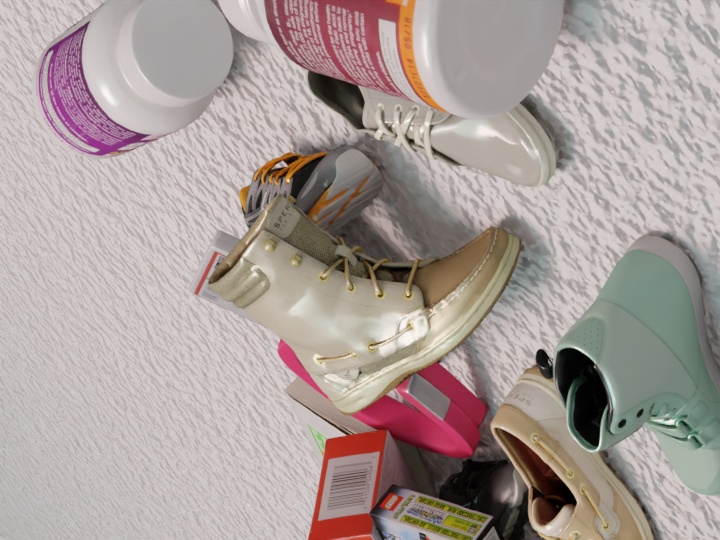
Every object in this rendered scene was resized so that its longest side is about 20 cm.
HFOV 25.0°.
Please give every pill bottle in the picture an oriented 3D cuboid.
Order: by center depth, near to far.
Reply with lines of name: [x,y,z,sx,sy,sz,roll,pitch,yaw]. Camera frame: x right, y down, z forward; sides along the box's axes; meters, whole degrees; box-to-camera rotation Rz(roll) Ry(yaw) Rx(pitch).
pill bottle: [0.011,-0.165,0.949,0.199,0.114,0.115,22,143,43]
pill bottle: [-0.175,-0.154,1.257,0.113,0.112,0.199,56,154,-13]

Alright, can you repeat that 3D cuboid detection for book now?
book: [0.012,0.193,1.501,0.133,0.048,0.201,24,147,45]

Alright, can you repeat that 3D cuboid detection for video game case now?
video game case: [-0.036,0.035,1.284,0.198,0.018,0.143,26,161,-6]

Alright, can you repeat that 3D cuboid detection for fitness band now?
fitness band: [0.019,0.092,1.296,0.143,0.038,0.200,10,157,41]

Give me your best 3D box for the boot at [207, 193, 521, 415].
boot: [0.000,0.000,1.130,0.154,0.072,0.200,42,126,-13]

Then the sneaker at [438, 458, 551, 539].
sneaker: [0.099,0.191,1.320,0.079,0.075,0.201,45,153,15]

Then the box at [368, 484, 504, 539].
box: [0.090,0.264,1.300,0.109,0.035,0.201,11,137,44]

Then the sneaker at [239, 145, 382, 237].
sneaker: [-0.048,-0.055,1.233,0.078,0.078,0.200,58,153,4]

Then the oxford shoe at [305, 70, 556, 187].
oxford shoe: [0.041,-0.100,1.052,0.199,0.058,0.076,32,146,30]

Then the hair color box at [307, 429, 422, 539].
hair color box: [0.024,0.244,1.387,0.063,0.112,0.201,-11,132,21]

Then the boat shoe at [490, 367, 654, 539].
boat shoe: [0.154,0.170,1.209,0.073,0.069,0.201,-1,124,58]

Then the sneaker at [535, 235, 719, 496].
sneaker: [0.174,0.090,1.019,0.073,0.118,0.202,16,139,46]
